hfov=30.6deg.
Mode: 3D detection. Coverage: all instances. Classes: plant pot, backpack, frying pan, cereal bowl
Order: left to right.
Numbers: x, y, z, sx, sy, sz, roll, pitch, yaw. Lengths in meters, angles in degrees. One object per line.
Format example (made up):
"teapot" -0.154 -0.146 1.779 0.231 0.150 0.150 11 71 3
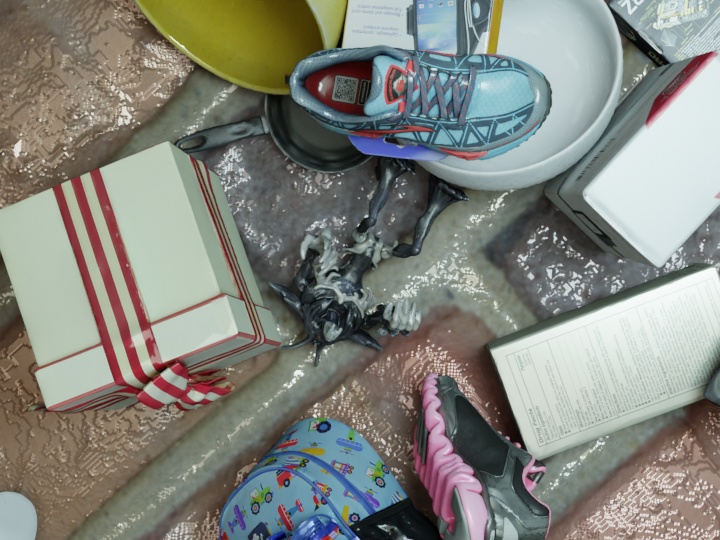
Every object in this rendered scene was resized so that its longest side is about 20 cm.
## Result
"plant pot" -0.079 -0.264 1.069 0.199 0.200 0.142 32 64 2
"frying pan" -0.055 -0.119 1.134 0.190 0.031 0.115 -37 88 6
"backpack" -0.035 0.231 1.070 0.200 0.134 0.183 53 127 15
"cereal bowl" 0.117 -0.153 1.085 0.198 0.083 0.202 -4 70 11

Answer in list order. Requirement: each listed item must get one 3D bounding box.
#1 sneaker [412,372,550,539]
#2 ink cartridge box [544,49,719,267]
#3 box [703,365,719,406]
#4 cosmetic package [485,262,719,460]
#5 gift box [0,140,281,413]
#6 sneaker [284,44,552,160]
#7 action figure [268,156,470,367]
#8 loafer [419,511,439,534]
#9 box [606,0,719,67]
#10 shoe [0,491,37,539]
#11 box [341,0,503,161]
"sneaker" 0.099 0.156 1.069 0.094 0.201 0.080 -2 124 -11
"ink cartridge box" 0.233 -0.087 1.039 0.083 0.200 0.145 42 93 -3
"box" 0.392 0.077 1.062 0.199 0.049 0.162 30 93 -27
"cosmetic package" 0.216 0.076 1.106 0.198 0.073 0.104 -20 91 4
"gift box" -0.185 0.028 1.076 0.199 0.184 0.188 -23 81 11
"sneaker" 0.038 -0.123 0.956 0.198 0.095 0.080 4 93 18
"action figure" 0.000 0.000 1.097 0.118 0.102 0.201 30 99 -8
"loafer" 0.077 0.300 1.122 0.072 0.073 0.201 -31 89 8
"box" 0.328 -0.240 1.104 0.161 0.049 0.200 42 93 -1
"shoe" -0.357 0.284 1.144 0.071 0.091 0.201 35 64 -11
"box" 0.048 -0.187 1.026 0.118 0.041 0.202 8 93 18
